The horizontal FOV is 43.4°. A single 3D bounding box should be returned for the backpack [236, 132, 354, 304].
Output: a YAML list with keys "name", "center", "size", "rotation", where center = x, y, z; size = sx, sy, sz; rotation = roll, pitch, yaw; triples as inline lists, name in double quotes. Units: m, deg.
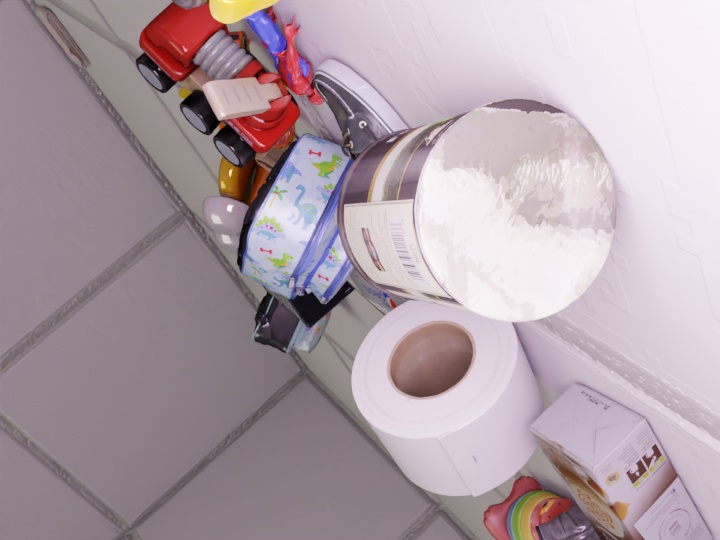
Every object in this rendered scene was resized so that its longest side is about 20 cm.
- name: "backpack"
  center: [-0.058, -0.063, 1.105]
  size: [0.146, 0.184, 0.200]
  rotation: [26, 165, 0]

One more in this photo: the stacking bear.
- name: "stacking bear"
  center: [0.300, 0.405, 1.456]
  size: [0.114, 0.121, 0.200]
  rotation: [51, 162, 1]

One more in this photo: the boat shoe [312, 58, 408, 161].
- name: "boat shoe"
  center: [0.015, -0.125, 0.894]
  size: [0.200, 0.057, 0.069]
  rotation: [47, 169, 10]

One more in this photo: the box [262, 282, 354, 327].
- name: "box"
  center: [-0.138, -0.034, 1.657]
  size: [0.198, 0.123, 0.201]
  rotation: [33, 159, 54]

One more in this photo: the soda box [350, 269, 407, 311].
- name: "soda box"
  center: [0.048, 0.013, 1.221]
  size: [0.068, 0.063, 0.200]
  rotation: [55, 168, -23]

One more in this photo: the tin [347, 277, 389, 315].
- name: "tin"
  center: [0.000, 0.000, 1.452]
  size: [0.200, 0.042, 0.112]
  rotation: [42, 163, 36]

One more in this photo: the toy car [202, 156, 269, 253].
- name: "toy car"
  center: [-0.151, -0.121, 1.405]
  size: [0.148, 0.177, 0.200]
  rotation: [11, 163, 4]

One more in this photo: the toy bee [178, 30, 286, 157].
- name: "toy bee"
  center: [-0.144, -0.241, 1.078]
  size: [0.130, 0.202, 0.109]
  rotation: [16, -160, -1]

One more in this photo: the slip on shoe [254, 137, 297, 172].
- name: "slip on shoe"
  center: [-0.067, -0.110, 1.274]
  size: [0.200, 0.060, 0.076]
  rotation: [49, 169, 1]

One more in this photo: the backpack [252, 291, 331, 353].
- name: "backpack"
  center: [-0.138, 0.080, 1.923]
  size: [0.152, 0.177, 0.200]
  rotation: [20, -175, -7]

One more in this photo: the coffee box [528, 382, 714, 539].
- name: "coffee box"
  center: [0.281, 0.231, 0.976]
  size: [0.201, 0.080, 0.114]
  rotation: [55, 168, -25]

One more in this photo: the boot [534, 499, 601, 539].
- name: "boot"
  center: [0.315, 0.344, 1.091]
  size: [0.200, 0.131, 0.070]
  rotation: [35, 162, 54]

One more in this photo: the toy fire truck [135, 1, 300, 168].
- name: "toy fire truck"
  center: [-0.142, -0.198, 0.907]
  size: [0.176, 0.129, 0.200]
  rotation: [45, 163, -8]

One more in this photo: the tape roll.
- name: "tape roll"
  center: [0.105, 0.143, 1.071]
  size: [0.202, 0.202, 0.140]
  rotation: [38, 164, 46]

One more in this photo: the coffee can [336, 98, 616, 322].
- name: "coffee can"
  center: [0.077, -0.043, 0.685]
  size: [0.147, 0.146, 0.200]
  rotation: [52, 169, -13]

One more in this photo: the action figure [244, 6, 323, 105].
- name: "action figure"
  center: [-0.092, -0.246, 0.942]
  size: [0.200, 0.052, 0.065]
  rotation: [52, 175, -40]

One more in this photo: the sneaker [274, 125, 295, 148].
- name: "sneaker"
  center: [-0.146, -0.238, 1.191]
  size: [0.200, 0.073, 0.077]
  rotation: [50, -168, 17]

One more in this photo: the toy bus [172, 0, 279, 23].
- name: "toy bus"
  center: [-0.110, -0.310, 0.635]
  size: [0.200, 0.136, 0.192]
  rotation: [46, 153, 6]

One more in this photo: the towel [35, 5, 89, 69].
- name: "towel"
  center: [-0.884, -0.689, 2.680]
  size: [0.132, 0.034, 0.201]
  rotation: [35, 162, 51]
